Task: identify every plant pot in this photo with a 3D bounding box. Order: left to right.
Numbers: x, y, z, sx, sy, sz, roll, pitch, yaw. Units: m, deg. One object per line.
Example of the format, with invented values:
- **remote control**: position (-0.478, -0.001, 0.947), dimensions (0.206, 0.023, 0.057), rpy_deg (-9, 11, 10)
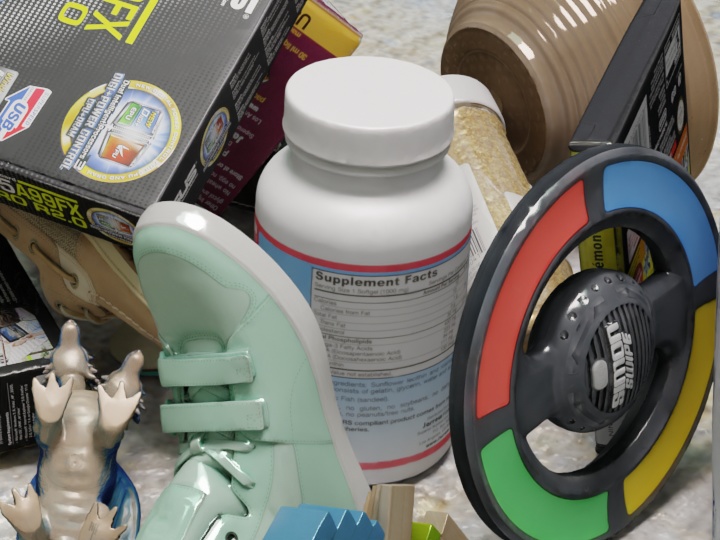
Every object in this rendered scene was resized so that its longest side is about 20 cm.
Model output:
- **plant pot**: position (0.114, -0.118, 1.276), dimensions (0.093, 0.201, 0.201), rpy_deg (-26, 40, -30)

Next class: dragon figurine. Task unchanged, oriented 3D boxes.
- **dragon figurine**: position (-0.133, 0.110, 0.986), dimensions (0.059, 0.099, 0.200), rpy_deg (5, 68, -1)

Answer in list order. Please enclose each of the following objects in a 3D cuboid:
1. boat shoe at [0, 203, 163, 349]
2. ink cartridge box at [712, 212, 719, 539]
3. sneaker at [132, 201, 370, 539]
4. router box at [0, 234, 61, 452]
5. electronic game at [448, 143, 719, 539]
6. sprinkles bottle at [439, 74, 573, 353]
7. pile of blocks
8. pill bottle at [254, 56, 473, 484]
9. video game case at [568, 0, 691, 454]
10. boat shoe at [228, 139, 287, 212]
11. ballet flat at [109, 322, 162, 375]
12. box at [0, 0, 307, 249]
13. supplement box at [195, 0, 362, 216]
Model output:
- **boat shoe**: position (-0.131, -0.005, 1.096), dimensions (0.071, 0.065, 0.200), rpy_deg (2, 33, -48)
- **ink cartridge box**: position (0.190, 0.037, 1.009), dimensions (0.041, 0.200, 0.200), rpy_deg (2, 29, 9)
- **sneaker**: position (-0.068, 0.075, 0.938), dimensions (0.074, 0.201, 0.118), rpy_deg (-8, 24, 42)
- **router box**: position (-0.247, 0.032, 1.116), dimensions (0.149, 0.051, 0.200), rpy_deg (-12, 33, -21)
- **electronic game**: position (0.112, 0.038, 1.001), dimensions (0.042, 0.200, 0.200), rpy_deg (17, 32, 42)
- **sprinkles bottle**: position (0.073, -0.023, 1.186), dimensions (0.068, 0.068, 0.200), rpy_deg (-7, 47, -16)
- **pile of blocks**: position (-0.020, 0.127, 0.887), dimensions (0.062, 0.082, 0.200), rpy_deg (3, -7, 30)
- **pill bottle**: position (0.000, 0.000, 1.056), dimensions (0.109, 0.200, 0.109), rpy_deg (2, 30, -1)
- **video game case**: position (0.151, -0.029, 1.137), dimensions (0.025, 0.181, 0.200), rpy_deg (1, 28, 19)
- **boat shoe**: position (-0.022, -0.058, 1.288), dimensions (0.200, 0.069, 0.057), rpy_deg (3, 31, -3)
- **ballet flat**: position (-0.048, 0.004, 1.180), dimensions (0.200, 0.070, 0.069), rpy_deg (-14, 34, -26)
- **box**: position (-0.129, -0.119, 1.076), dimensions (0.160, 0.044, 0.200), rpy_deg (20, 65, 17)
- **supplement box**: position (-0.114, -0.107, 1.217), dimensions (0.103, 0.200, 0.131), rpy_deg (33, 13, -37)
